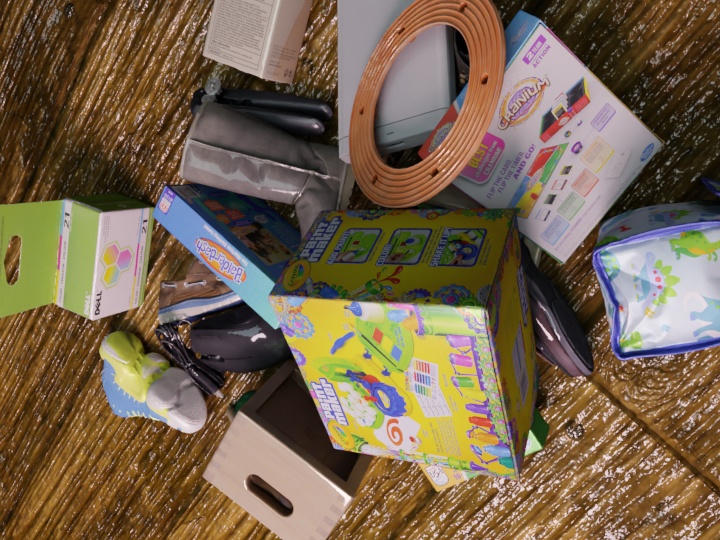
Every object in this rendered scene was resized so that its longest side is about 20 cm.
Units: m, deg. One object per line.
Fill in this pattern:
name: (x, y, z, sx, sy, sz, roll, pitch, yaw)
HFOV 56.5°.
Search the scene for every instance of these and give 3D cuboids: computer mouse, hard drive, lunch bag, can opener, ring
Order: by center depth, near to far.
lunch bag: (0.314, -0.011, 0.591, 0.195, 0.169, 0.131, -12, 97, 25)
ring: (0.056, -0.155, 0.604, 0.198, 0.019, 0.207, -23, 60, 48)
hard drive: (0.034, -0.225, 0.693, 0.129, 0.026, 0.206, -9, 74, 31)
can opener: (-0.125, -0.196, 0.824, 0.194, 0.079, 0.065, 4, 61, 20)
computer mouse: (-0.157, 0.102, 0.857, 0.195, 0.053, 0.140, -21, 127, 18)

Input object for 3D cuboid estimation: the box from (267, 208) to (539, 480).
box: (0.049, 0.063, 0.602, 0.187, 0.123, 0.204, 2, 131, 26)

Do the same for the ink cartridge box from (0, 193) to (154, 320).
ink cartridge box: (-0.370, -0.013, 0.876, 0.074, 0.199, 0.152, 17, 105, 19)

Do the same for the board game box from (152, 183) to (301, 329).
board game box: (-0.124, -0.028, 0.792, 0.199, 0.151, 0.045, 40, 112, 13)

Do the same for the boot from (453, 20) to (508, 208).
boot: (0.121, -0.154, 0.657, 0.075, 0.138, 0.207, -7, 88, 21)

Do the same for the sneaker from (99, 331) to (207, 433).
sneaker: (-0.298, 0.179, 0.954, 0.199, 0.075, 0.107, 39, 124, 21)

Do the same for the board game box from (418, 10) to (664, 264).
board game box: (0.173, -0.116, 0.632, 0.197, 0.041, 0.154, 29, 108, -30)

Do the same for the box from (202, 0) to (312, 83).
box: (-0.106, -0.333, 0.774, 0.093, 0.077, 0.205, 24, 107, 18)

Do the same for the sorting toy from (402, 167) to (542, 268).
sorting toy: (0.104, 0.002, 0.759, 0.180, 0.036, 0.206, 16, 105, 21)

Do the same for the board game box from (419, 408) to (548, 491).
board game box: (0.091, 0.131, 0.748, 0.152, 0.040, 0.202, -34, 92, 33)

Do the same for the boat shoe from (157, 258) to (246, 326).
boat shoe: (-0.193, 0.017, 0.874, 0.195, 0.072, 0.075, -18, 84, 22)

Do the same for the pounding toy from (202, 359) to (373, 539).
pounding toy: (-0.096, 0.216, 0.817, 0.198, 0.184, 0.144, 34, 110, 6)

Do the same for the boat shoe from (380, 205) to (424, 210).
boat shoe: (0.000, 0.000, 0.746, 0.064, 0.073, 0.201, 31, 117, -22)

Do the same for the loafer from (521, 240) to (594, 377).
loafer: (0.172, 0.035, 0.701, 0.062, 0.072, 0.201, -28, 109, 31)

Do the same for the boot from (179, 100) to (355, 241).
boot: (-0.109, -0.090, 0.759, 0.194, 0.073, 0.187, 15, 66, -9)

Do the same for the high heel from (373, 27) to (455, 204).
high heel: (0.058, -0.179, 0.728, 0.139, 0.071, 0.207, -2, 89, 30)
